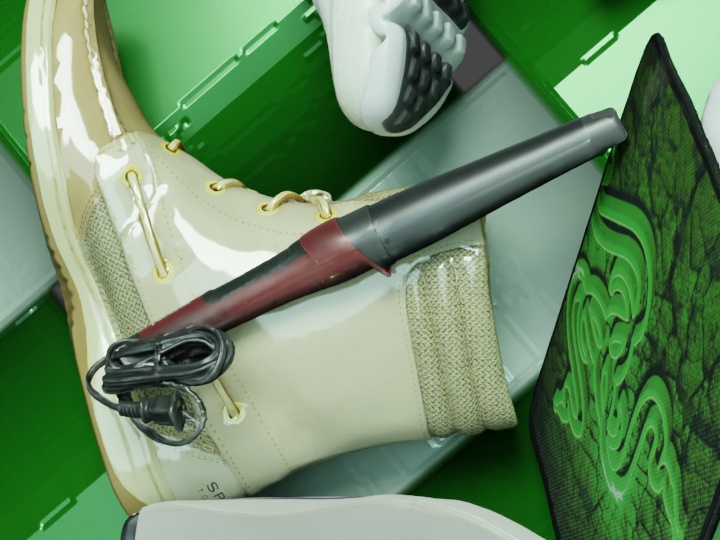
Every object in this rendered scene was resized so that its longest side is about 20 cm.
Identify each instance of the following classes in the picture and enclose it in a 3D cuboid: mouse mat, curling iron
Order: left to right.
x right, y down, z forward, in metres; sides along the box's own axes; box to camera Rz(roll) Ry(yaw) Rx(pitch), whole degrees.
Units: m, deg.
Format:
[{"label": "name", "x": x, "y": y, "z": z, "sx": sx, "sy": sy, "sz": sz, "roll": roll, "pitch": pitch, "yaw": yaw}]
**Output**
[{"label": "curling iron", "x": 0.000, "y": 0.000, "z": 0.778, "sx": 0.199, "sy": 0.026, "sz": 0.050, "roll": -28, "pitch": 50, "yaw": 2}, {"label": "mouse mat", "x": 0.086, "y": 0.034, "z": 0.728, "sx": 0.007, "sy": 0.200, "sz": 0.161, "roll": 10, "pitch": 119, "yaw": -9}]

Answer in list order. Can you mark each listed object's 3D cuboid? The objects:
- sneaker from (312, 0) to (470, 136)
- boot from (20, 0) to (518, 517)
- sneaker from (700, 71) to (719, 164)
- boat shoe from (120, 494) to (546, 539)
[{"label": "sneaker", "x": -0.008, "y": -0.136, "z": 0.840, "sx": 0.081, "sy": 0.075, "sz": 0.201, "roll": -12, "pitch": 65, "yaw": 16}, {"label": "boot", "x": -0.033, "y": -0.022, "z": 0.832, "sx": 0.155, "sy": 0.073, "sz": 0.201, "roll": -15, "pitch": 83, "yaw": 7}, {"label": "sneaker", "x": 0.219, "y": -0.068, "z": 0.733, "sx": 0.200, "sy": 0.146, "sz": 0.081, "roll": -29, "pitch": 108, "yaw": -28}, {"label": "boat shoe", "x": 0.017, "y": 0.106, "z": 0.764, "sx": 0.199, "sy": 0.093, "sz": 0.075, "roll": 6, "pitch": 91, "yaw": 41}]
